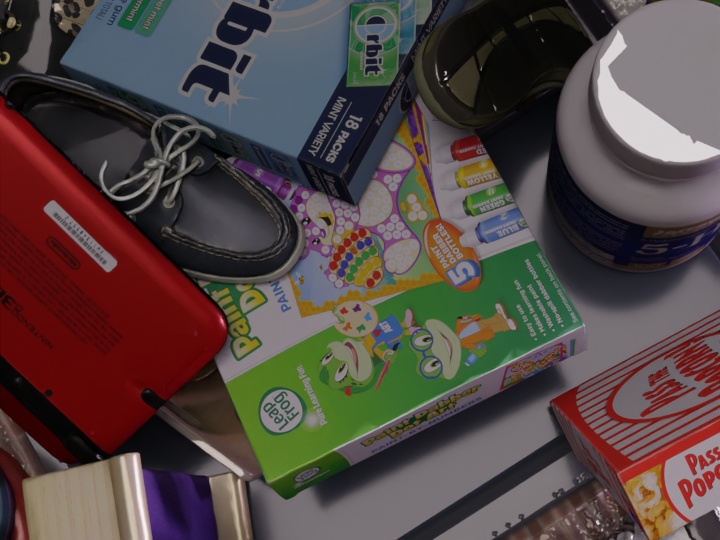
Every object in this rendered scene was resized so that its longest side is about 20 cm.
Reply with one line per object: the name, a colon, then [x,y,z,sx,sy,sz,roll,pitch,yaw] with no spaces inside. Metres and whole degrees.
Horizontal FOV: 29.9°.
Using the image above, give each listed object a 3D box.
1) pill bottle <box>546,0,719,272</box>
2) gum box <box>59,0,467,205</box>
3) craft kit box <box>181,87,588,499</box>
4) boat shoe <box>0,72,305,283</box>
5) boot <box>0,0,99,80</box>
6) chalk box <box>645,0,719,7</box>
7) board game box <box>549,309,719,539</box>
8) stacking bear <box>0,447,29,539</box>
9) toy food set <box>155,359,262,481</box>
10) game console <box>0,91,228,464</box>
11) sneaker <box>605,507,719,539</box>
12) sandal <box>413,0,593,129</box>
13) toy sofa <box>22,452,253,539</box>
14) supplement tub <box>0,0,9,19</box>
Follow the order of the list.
pill bottle: [0.171,-0.075,0.778,0.119,0.200,0.120,-1,78,6]
gum box: [-0.054,-0.152,0.817,0.200,0.045,0.170,22,74,21]
craft kit box: [0.000,0.000,0.791,0.197,0.049,0.200,-28,66,3]
boat shoe: [-0.123,-0.058,0.779,0.200,0.062,0.075,32,74,15]
boot: [-0.243,-0.112,0.849,0.203,0.073,0.154,13,87,-26]
chalk box: [0.253,-0.167,0.789,0.125,0.200,0.124,-44,78,-4]
board game box: [0.221,0.065,0.767,0.200,0.152,0.046,-28,101,-1]
stacking bear: [-0.267,0.143,0.773,0.121,0.200,0.114,-8,78,4]
toy food set: [-0.068,0.011,0.850,0.143,0.060,0.200,34,79,11]
game console: [-0.197,0.011,0.792,0.172,0.119,0.200,-44,100,8]
sneaker: [0.144,0.164,0.802,0.199,0.075,0.116,6,74,-4]
sandal: [0.084,-0.129,0.821,0.057,0.201,0.080,-33,85,41]
toy sofa: [-0.101,0.150,0.757,0.097,0.200,0.083,-13,77,9]
supplement tub: [-0.308,-0.236,0.884,0.145,0.145,0.200,-41,78,-4]
